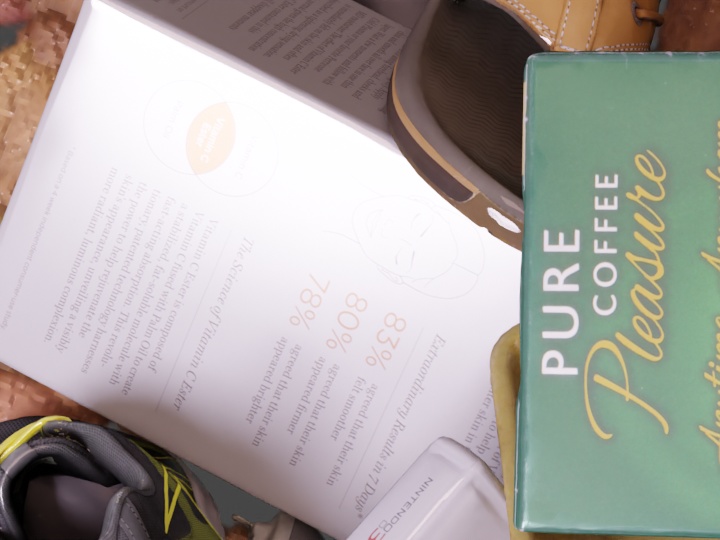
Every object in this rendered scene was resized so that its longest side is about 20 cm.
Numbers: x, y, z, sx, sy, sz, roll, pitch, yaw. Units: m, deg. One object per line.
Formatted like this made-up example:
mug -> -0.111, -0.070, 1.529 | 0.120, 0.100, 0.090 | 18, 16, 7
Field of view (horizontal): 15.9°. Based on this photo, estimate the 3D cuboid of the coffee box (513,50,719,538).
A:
coffee box -> 0.138, 0.007, 0.637 | 0.199, 0.044, 0.124 | -1, 86, 9

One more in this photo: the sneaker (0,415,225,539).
sneaker -> -0.081, 0.071, 0.765 | 0.074, 0.200, 0.085 | -41, 118, -13

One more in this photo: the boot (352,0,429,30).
boot -> 0.030, -0.133, 0.863 | 0.203, 0.073, 0.154 | -40, 82, -6

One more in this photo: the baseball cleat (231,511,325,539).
baseball cleat -> -0.030, 0.180, 0.801 | 0.106, 0.070, 0.201 | 23, 84, -5

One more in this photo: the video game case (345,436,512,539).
video game case -> 0.011, 0.169, 0.731 | 0.182, 0.200, 0.024 | -48, 43, -11

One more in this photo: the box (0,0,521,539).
box -> 0.000, 0.000, 0.785 | 0.199, 0.097, 0.125 | 28, 114, 6

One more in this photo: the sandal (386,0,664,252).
sandal -> 0.062, -0.076, 0.747 | 0.081, 0.055, 0.200 | 24, 42, 0

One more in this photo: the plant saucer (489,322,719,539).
plant saucer -> 0.141, 0.095, 0.661 | 0.199, 0.049, 0.201 | -7, 53, 3
